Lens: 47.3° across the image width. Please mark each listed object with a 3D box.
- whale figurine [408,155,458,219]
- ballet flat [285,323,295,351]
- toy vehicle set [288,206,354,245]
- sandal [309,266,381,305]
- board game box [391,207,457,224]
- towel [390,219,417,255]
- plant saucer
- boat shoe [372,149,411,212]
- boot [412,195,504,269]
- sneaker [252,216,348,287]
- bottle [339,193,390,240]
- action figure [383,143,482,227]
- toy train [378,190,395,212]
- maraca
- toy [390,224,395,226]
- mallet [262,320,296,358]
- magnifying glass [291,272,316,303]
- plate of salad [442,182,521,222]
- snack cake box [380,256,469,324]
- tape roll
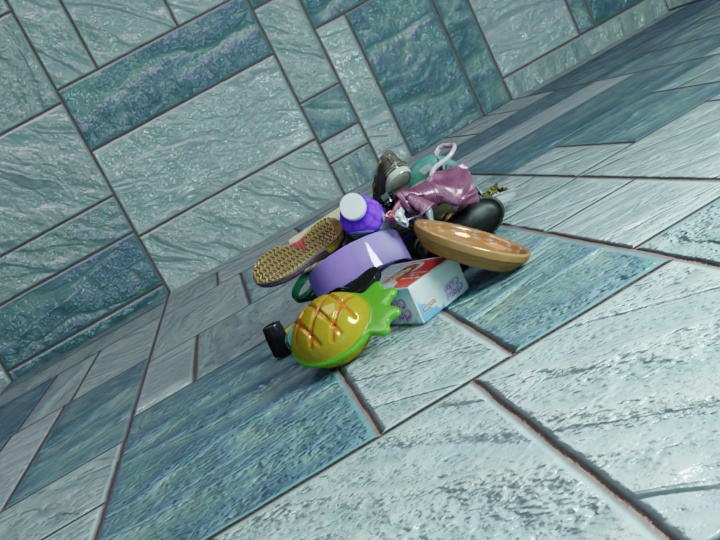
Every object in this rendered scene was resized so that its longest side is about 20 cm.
[{"bbox_3d":[0.151,-0.170,1.729,0.156,0.106,0.200,-12,-17,-5],"label":"whale figurine"},{"bbox_3d":[-0.051,0.096,1.517,0.198,0.075,0.074,-30,11,-15],"label":"ballet flat"},{"bbox_3d":[-0.059,-0.037,1.685,0.123,0.027,0.201,-32,-32,-1],"label":"toy vehicle set"},{"bbox_3d":[-0.048,0.056,1.428,0.200,0.045,0.075,-43,22,10],"label":"sandal"},{"bbox_3d":[0.161,-0.132,1.933,0.198,0.044,0.199,-23,1,22],"label":"board game box"},{"bbox_3d":[0.099,-0.064,1.706,0.142,0.023,0.199,-19,-17,30],"label":"towel"},{"bbox_3d":[0.180,-0.039,1.353,0.196,0.038,0.200,14,13,-3],"label":"plant saucer"},{"bbox_3d":[0.055,-0.167,1.636,0.071,0.060,0.201,-28,-17,-15],"label":"boat shoe"},{"bbox_3d":[0.199,-0.066,1.552,0.209,0.080,0.158,-33,9,-3],"label":"boot"},{"bbox_3d":[-0.110,-0.017,1.572,0.198,0.075,0.090,-30,-31,-3],"label":"sneaker"},{"bbox_3d":[0.004,-0.098,1.532,0.082,0.067,0.200,-6,-9,9],"label":"bottle"},{"bbox_3d":[0.126,-0.142,1.527,0.197,0.151,0.133,-22,11,-23],"label":"action figure"},{"bbox_3d":[0.077,-0.112,1.641,0.034,0.046,0.200,-34,-17,7],"label":"toy train"},{"bbox_3d":[-0.026,0.088,1.334,0.197,0.107,0.138,-24,44,14],"label":"maraca"},{"bbox_3d":[0.051,-0.050,1.831,0.113,0.048,0.200,-8,-14,-19],"label":"toy"},{"bbox_3d":[-0.130,0.123,1.648,0.041,0.067,0.199,-21,-2,23],"label":"mallet"},{"bbox_3d":[-0.100,0.044,1.689,0.080,0.022,0.200,-51,-18,-9],"label":"magnifying glass"},{"bbox_3d":[0.244,-0.136,1.725,0.197,0.049,0.200,-23,-8,-3],"label":"plate of salad"},{"bbox_3d":[0.080,0.036,1.419,0.114,0.068,0.199,-32,11,-28],"label":"snack cake box"},{"bbox_3d":[0.000,0.000,1.591,0.198,0.066,0.200,-26,-14,-7],"label":"tape roll"}]
